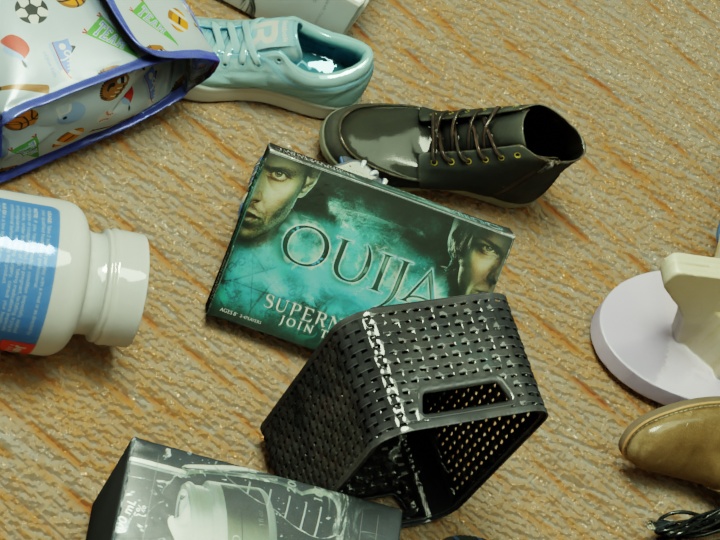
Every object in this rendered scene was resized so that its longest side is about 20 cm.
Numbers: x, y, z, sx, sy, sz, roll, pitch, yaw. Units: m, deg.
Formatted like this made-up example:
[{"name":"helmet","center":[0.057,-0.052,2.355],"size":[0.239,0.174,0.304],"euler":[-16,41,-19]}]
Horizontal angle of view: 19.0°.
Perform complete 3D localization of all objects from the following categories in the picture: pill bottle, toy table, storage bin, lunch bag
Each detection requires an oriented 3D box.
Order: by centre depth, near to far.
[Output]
[{"name":"pill bottle","center":[-0.253,-0.001,1.500],"size":[0.199,0.112,0.113],"euler":[10,58,-17]},{"name":"storage bin","center":[0.027,0.105,1.502],"size":[0.135,0.200,0.094],"euler":[-7,66,-26]},{"name":"lunch bag","center":[-0.226,-0.186,1.607],"size":[0.199,0.124,0.170],"euler":[-24,73,-28]},{"name":"toy table","center":[0.298,0.035,1.707],"size":[0.199,0.117,0.185],"euler":[-5,60,-28]}]

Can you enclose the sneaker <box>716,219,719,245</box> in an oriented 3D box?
[{"name":"sneaker","center":[0.341,-0.085,1.837],"size":[0.078,0.066,0.200],"euler":[34,53,13]}]

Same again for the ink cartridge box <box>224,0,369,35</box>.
[{"name":"ink cartridge box","center":[-0.074,-0.288,1.759],"size":[0.199,0.084,0.147],"euler":[28,55,-6]}]

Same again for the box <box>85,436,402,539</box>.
[{"name":"box","center":[-0.090,0.243,1.423],"size":[0.196,0.124,0.201],"euler":[15,57,-12]}]

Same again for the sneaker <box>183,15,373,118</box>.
[{"name":"sneaker","center":[-0.083,-0.178,1.693],"size":[0.199,0.082,0.074],"euler":[6,59,-20]}]

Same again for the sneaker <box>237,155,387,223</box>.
[{"name":"sneaker","center":[0.005,-0.048,1.662],"size":[0.199,0.077,0.086],"euler":[15,50,-17]}]

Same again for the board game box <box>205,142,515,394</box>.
[{"name":"board game box","center":[0.000,0.000,1.605],"size":[0.199,0.136,0.028],"euler":[19,13,-12]}]

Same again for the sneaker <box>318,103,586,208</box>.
[{"name":"sneaker","center":[0.073,-0.107,1.697],"size":[0.199,0.106,0.075],"euler":[8,70,-19]}]

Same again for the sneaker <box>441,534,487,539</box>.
[{"name":"sneaker","center":[0.055,0.254,1.512],"size":[0.076,0.077,0.200],"euler":[32,34,16]}]

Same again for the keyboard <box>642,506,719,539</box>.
[{"name":"keyboard","center":[0.258,0.226,1.631],"size":[0.199,0.040,0.105],"euler":[-5,65,-26]}]

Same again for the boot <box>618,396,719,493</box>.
[{"name":"boot","center":[0.296,0.150,1.662],"size":[0.199,0.074,0.076],"euler":[8,41,-21]}]
